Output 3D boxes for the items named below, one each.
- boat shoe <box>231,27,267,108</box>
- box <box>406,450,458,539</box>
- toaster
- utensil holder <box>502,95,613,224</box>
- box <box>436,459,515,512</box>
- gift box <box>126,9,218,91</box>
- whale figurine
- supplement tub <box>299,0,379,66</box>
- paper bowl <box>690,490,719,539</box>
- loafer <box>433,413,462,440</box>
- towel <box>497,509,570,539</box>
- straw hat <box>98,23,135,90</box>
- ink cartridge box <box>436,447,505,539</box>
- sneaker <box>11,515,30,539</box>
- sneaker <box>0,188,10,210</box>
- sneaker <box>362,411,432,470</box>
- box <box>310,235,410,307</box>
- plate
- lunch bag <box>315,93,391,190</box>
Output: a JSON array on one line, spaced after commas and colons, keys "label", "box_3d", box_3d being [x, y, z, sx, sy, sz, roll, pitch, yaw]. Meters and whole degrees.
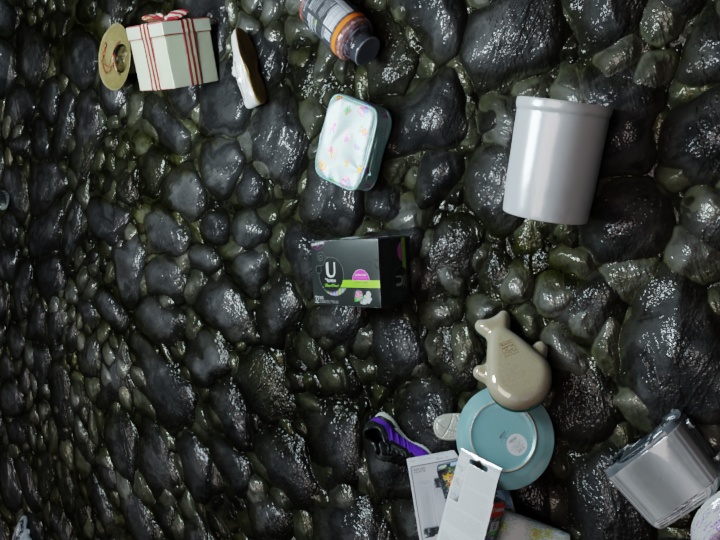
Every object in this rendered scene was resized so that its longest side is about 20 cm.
[{"label": "boat shoe", "box_3d": [-0.302, -0.516, 1.715, 0.068, 0.070, 0.205, -16, 86, 35]}, {"label": "box", "box_3d": [0.170, 0.504, 1.440, 0.114, 0.060, 0.205, -10, 89, -2]}, {"label": "toaster", "box_3d": [0.520, 0.348, 1.153, 0.130, 0.113, 0.201, 50, 120, 19]}, {"label": "utensil holder", "box_3d": [0.347, -0.197, 1.191, 0.167, 0.168, 0.205, 16, 107, 35]}, {"label": "box", "box_3d": [0.249, 0.488, 1.380, 0.134, 0.038, 0.205, -17, 89, 9]}, {"label": "gift box", "box_3d": [-0.498, -0.594, 1.796, 0.181, 0.199, 0.191, 6, 115, 33]}, {"label": "whale figurine", "box_3d": [0.296, 0.184, 1.324, 0.156, 0.104, 0.203, -22, 58, -1]}, {"label": "supplement tub", "box_3d": [-0.043, -0.544, 1.491, 0.201, 0.106, 0.108, 49, 121, 22]}, {"label": "paper bowl", "box_3d": [0.627, 0.422, 1.054, 0.195, 0.105, 0.205, 4, 114, 9]}, {"label": "loafer", "box_3d": [0.253, 0.331, 1.395, 0.195, 0.063, 0.074, -1, 69, 22]}, {"label": "towel", "box_3d": [0.308, 0.589, 1.333, 0.167, 0.048, 0.205, 17, 95, 4]}, {"label": "straw hat", "box_3d": [-0.702, -0.633, 2.004, 0.198, 0.084, 0.207, 4, 95, 43]}, {"label": "ink cartridge box", "box_3d": [0.224, 0.465, 1.312, 0.108, 0.050, 0.205, 16, 92, 47]}, {"label": "sneaker", "box_3d": [-1.358, 1.107, 2.724, 0.075, 0.113, 0.202, -49, 33, 30]}, {"label": "sneaker", "box_3d": [-1.432, -0.285, 2.630, 0.200, 0.074, 0.081, 43, 132, 33]}, {"label": "sneaker", "box_3d": [0.080, 0.412, 1.506, 0.199, 0.099, 0.071, 37, 116, 26]}, {"label": "box", "box_3d": [0.000, 0.000, 1.509, 0.197, 0.123, 0.153, 0, 96, 39]}, {"label": "plate", "box_3d": [0.285, 0.330, 1.332, 0.195, 0.026, 0.205, -6, 71, 19]}, {"label": "lunch bag", "box_3d": [-0.015, -0.284, 1.517, 0.158, 0.076, 0.205, 26, 111, 31]}]
